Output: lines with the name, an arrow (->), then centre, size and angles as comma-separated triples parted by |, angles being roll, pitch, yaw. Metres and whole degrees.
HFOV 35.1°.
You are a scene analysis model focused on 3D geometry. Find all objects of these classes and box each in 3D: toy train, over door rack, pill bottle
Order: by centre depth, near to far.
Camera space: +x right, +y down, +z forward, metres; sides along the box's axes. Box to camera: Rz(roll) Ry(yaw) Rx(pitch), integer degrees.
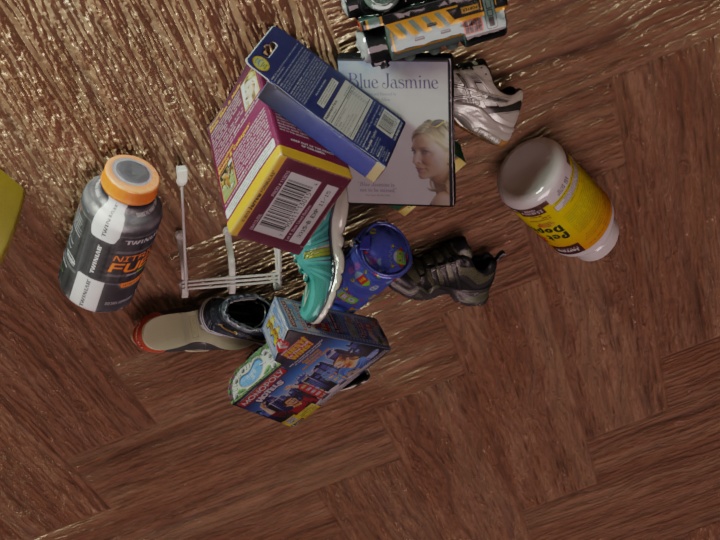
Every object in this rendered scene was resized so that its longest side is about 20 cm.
toy train -> 0.080, -0.306, 1.315 | 0.197, 0.085, 0.116 | -16, 109, -1
pill bottle -> -0.316, -0.050, 1.456 | 0.105, 0.107, 0.201 | 8, 132, -24
over door rack -> -0.174, -0.062, 1.526 | 0.145, 0.067, 0.203 | -5, 124, -15
pill bottle -> 0.284, -0.093, 1.601 | 0.109, 0.110, 0.199 | -36, 134, 20

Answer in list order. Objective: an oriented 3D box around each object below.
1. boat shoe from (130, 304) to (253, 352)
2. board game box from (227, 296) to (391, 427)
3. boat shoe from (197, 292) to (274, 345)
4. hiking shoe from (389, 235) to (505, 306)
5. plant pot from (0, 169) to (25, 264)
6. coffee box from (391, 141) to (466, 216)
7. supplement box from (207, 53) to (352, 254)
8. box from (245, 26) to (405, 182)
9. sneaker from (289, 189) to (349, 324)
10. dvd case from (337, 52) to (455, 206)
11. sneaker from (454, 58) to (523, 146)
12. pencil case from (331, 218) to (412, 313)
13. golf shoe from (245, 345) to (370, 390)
boat shoe -> -0.235, 0.086, 1.654 | 0.197, 0.073, 0.062 | -5, 175, -32
board game box -> -0.090, 0.120, 1.601 | 0.199, 0.062, 0.199 | -39, 143, 15
boat shoe -> -0.128, 0.074, 1.633 | 0.198, 0.072, 0.090 | 7, 171, -32
hiking shoe -> 0.115, -0.012, 1.671 | 0.197, 0.076, 0.102 | 7, 118, -30
plant pot -> -0.535, -0.040, 1.345 | 0.198, 0.178, 0.200 | -29, 136, 14
coffee box -> 0.035, -0.163, 1.497 | 0.123, 0.044, 0.199 | -38, 133, 21
supplement box -> -0.101, -0.141, 1.361 | 0.102, 0.202, 0.131 | 16, 129, -31
box -> -0.044, -0.197, 1.330 | 0.199, 0.122, 0.032 | 37, 124, -9
sneaker -> -0.068, -0.030, 1.524 | 0.078, 0.204, 0.077 | 4, 178, -28
dvd case -> 0.047, -0.172, 1.410 | 0.140, 0.018, 0.203 | 2, 121, 11
sneaker -> 0.119, -0.237, 1.443 | 0.198, 0.076, 0.089 | 25, 95, -25
pencil case -> 0.000, 0.000, 1.576 | 0.086, 0.079, 0.200 | 22, 155, -13
golf shoe -> -0.077, 0.147, 1.732 | 0.197, 0.094, 0.079 | 0, 93, -25
